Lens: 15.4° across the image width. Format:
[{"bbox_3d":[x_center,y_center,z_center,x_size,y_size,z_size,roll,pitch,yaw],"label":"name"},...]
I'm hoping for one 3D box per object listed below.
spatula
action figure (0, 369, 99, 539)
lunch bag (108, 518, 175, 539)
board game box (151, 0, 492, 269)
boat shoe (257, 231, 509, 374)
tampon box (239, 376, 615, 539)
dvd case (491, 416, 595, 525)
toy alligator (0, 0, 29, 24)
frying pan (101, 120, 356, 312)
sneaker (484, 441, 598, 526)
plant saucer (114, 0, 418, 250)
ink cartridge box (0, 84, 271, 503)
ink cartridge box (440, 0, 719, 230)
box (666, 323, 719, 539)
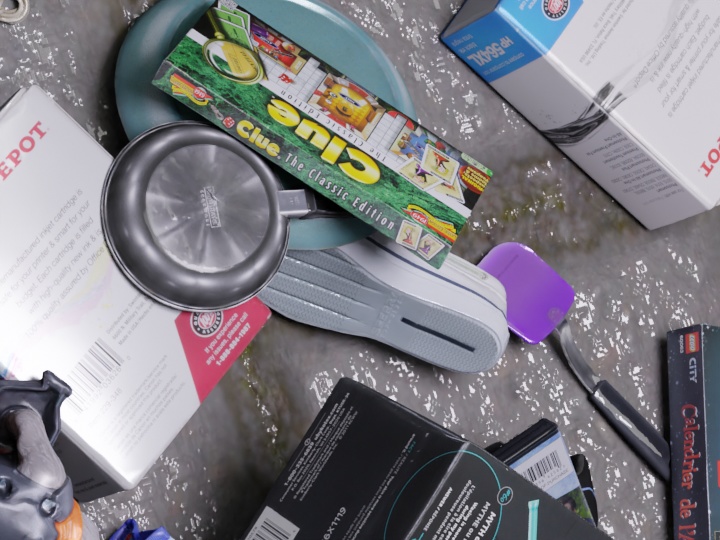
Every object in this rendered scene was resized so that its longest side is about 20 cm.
[{"bbox_3d":[0.147,0.064,1.727,0.200,0.021,0.057,49,60,-14],"label":"spatula"},{"bbox_3d":[-0.232,0.147,1.436,0.193,0.105,0.200,17,101,-23],"label":"action figure"},{"bbox_3d":[-0.146,0.265,1.515,0.200,0.094,0.151,-43,100,-14],"label":"lunch bag"},{"bbox_3d":[-0.020,-0.084,1.575,0.200,0.023,0.105,33,35,-2],"label":"board game box"},{"bbox_3d":[0.000,0.000,1.651,0.200,0.074,0.067,28,37,-13],"label":"boat shoe"},{"bbox_3d":[0.050,0.180,1.496,0.200,0.126,0.150,36,84,-36],"label":"tampon box"},{"bbox_3d":[0.092,0.207,1.619,0.143,0.018,0.200,-32,119,-20],"label":"dvd case"},{"bbox_3d":[-0.263,-0.119,1.543,0.200,0.054,0.059,-38,97,-28],"label":"toy alligator"},{"bbox_3d":[-0.058,-0.023,1.542,0.190,0.031,0.115,17,70,-16],"label":"frying pan"},{"bbox_3d":[0.060,0.144,1.646,0.200,0.070,0.078,9,74,-32],"label":"sneaker"},{"bbox_3d":[-0.051,-0.103,1.622,0.200,0.027,0.200,12,54,-18],"label":"plant saucer"},{"bbox_3d":[-0.175,0.015,1.542,0.200,0.086,0.148,44,64,-10],"label":"ink cartridge box"},{"bbox_3d":[0.177,-0.146,1.752,0.200,0.084,0.146,42,64,-14],"label":"ink cartridge box"},{"bbox_3d":[0.269,0.141,1.757,0.137,0.038,0.200,7,76,-32],"label":"box"}]
